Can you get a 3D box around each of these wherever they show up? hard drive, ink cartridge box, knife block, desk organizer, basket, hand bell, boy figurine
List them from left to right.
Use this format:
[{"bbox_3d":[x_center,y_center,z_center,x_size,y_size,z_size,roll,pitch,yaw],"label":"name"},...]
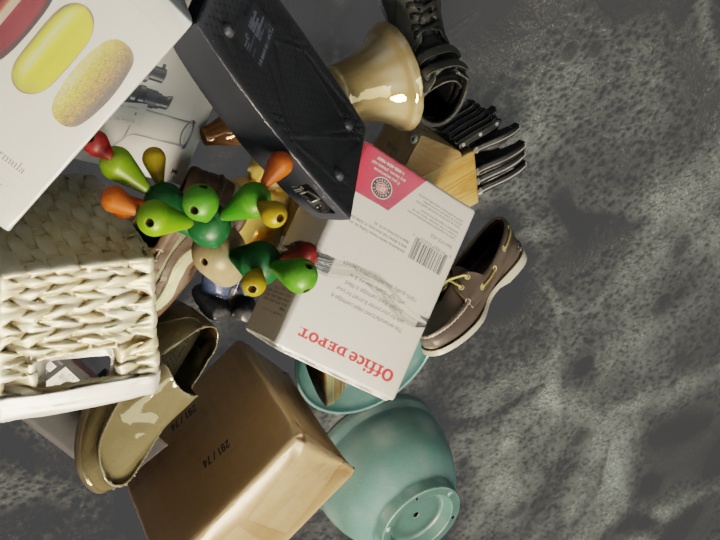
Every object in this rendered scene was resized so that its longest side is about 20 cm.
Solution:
[{"bbox_3d":[-0.254,0.011,0.744,0.134,0.200,0.125,-8,119,-30],"label":"basket"},{"bbox_3d":[-0.281,0.121,0.881,0.071,0.077,0.201,-38,134,-5],"label":"desk organizer"},{"bbox_3d":[-0.098,-0.047,0.898,0.123,0.065,0.202,9,118,-35],"label":"boy figurine"},{"bbox_3d":[-0.066,-0.143,0.716,0.042,0.136,0.200,-19,130,27],"label":"hard drive"},{"bbox_3d":[-0.051,-0.149,0.823,0.198,0.104,0.105,-22,131,-22],"label":"hand bell"},{"bbox_3d":[0.000,0.000,0.861,0.144,0.084,0.202,27,83,-29],"label":"ink cartridge box"},{"bbox_3d":[0.086,-0.093,0.988,0.174,0.064,0.202,16,110,-39],"label":"knife block"}]

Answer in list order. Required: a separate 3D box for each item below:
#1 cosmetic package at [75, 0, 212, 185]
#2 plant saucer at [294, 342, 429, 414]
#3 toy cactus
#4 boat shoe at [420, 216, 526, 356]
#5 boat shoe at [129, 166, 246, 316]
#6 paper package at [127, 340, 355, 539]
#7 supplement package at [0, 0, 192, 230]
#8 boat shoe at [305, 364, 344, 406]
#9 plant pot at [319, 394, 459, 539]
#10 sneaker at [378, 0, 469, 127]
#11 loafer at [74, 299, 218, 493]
[{"bbox_3d":[-0.185,-0.184,0.752,0.149,0.052,0.202,9,115,-41],"label":"cosmetic package"},{"bbox_3d":[0.004,0.079,1.074,0.197,0.036,0.203,-18,128,-23],"label":"plant saucer"},{"bbox_3d":[-0.116,-0.037,0.712,0.165,0.197,0.104,92,20,-70],"label":"toy cactus"},{"bbox_3d":[0.125,0.017,1.060,0.200,0.071,0.060,-46,123,-30],"label":"boat shoe"},{"bbox_3d":[-0.183,-0.026,0.832,0.074,0.075,0.202,32,124,-26],"label":"boat shoe"},{"bbox_3d":[-0.136,0.207,0.961,0.200,0.191,0.103,-46,130,2],"label":"paper package"},{"bbox_3d":[-0.227,-0.152,0.641,0.200,0.110,0.113,-45,119,10],"label":"supplement package"},{"bbox_3d":[-0.025,0.060,0.962,0.062,0.073,0.202,-15,131,-22],"label":"boat shoe"},{"bbox_3d":[0.047,0.284,1.179,0.198,0.134,0.203,-17,128,-23],"label":"plant pot"},{"bbox_3d":[0.064,-0.229,0.854,0.070,0.099,0.203,-18,128,-20],"label":"sneaker"},{"bbox_3d":[-0.199,0.115,0.853,0.076,0.067,0.202,53,50,-46],"label":"loafer"}]
